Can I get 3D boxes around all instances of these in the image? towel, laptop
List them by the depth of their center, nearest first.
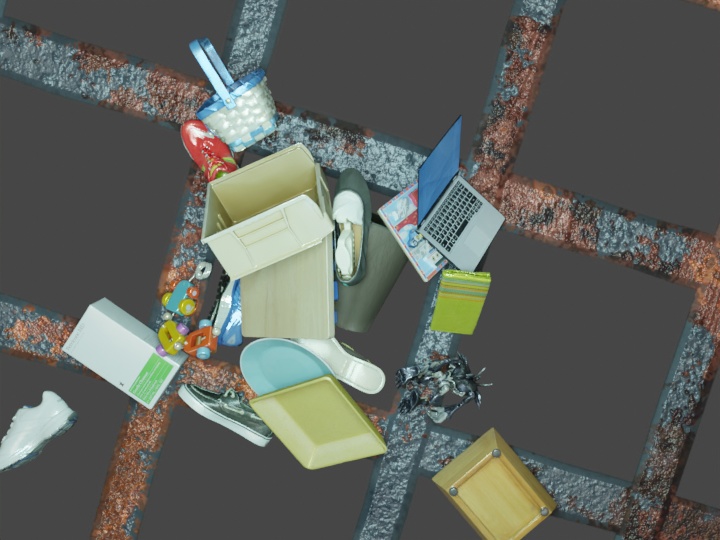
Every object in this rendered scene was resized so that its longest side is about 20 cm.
[{"bbox_3d":[0.183,-0.131,1.464,0.200,0.116,0.188,42,50,-5],"label":"laptop"},{"bbox_3d":[0.179,0.059,1.506,0.085,0.201,0.018,8,57,2],"label":"towel"}]

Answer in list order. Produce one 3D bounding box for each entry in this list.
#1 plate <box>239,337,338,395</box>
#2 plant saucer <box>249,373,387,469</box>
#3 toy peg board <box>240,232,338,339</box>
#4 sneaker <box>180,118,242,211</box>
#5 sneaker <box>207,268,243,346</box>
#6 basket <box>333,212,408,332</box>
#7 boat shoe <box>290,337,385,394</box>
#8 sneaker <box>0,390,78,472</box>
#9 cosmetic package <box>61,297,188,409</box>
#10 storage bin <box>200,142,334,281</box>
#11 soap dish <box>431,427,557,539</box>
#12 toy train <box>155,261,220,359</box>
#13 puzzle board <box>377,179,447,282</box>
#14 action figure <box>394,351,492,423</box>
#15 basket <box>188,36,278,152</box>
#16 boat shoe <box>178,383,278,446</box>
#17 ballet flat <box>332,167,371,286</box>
[{"bbox_3d":[-0.129,0.193,1.541,0.198,0.026,0.201,12,132,13],"label":"plate"},{"bbox_3d":[-0.073,0.272,1.531,0.199,0.049,0.201,-20,118,33],"label":"plant saucer"},{"bbox_3d":[-0.110,0.016,1.482,0.198,0.097,0.202,-2,90,34],"label":"toy peg board"},{"bbox_3d":[-0.261,-0.194,1.518,0.077,0.085,0.201,-34,95,2],"label":"sneaker"},{"bbox_3d":[-0.222,0.048,1.555,0.089,0.078,0.202,20,89,-25],"label":"sneaker"},{"bbox_3d":[0.000,0.000,1.516,0.179,0.136,0.202,15,102,-29],"label":"basket"},{"bbox_3d":[-0.046,0.167,1.565,0.199,0.060,0.072,30,84,-4],"label":"boat shoe"},{"bbox_3d":[-0.636,0.311,1.581,0.200,0.075,0.087,-39,83,-3],"label":"sneaker"},{"bbox_3d":[-0.438,0.154,1.551,0.199,0.085,0.108,33,97,-4],"label":"cosmetic package"},{"bbox_3d":[-0.154,-0.104,1.395,0.197,0.201,0.094,-23,122,8],"label":"storage bin"},{"bbox_3d":[0.259,0.428,1.582,0.157,0.081,0.200,-40,93,3],"label":"soap dish"},{"bbox_3d":[-0.301,0.090,1.513,0.149,0.201,0.056,-25,139,23],"label":"toy train"},{"bbox_3d":[0.128,-0.089,1.494,0.017,0.200,0.151,-30,97,46],"label":"puzzle board"},{"bbox_3d":[0.150,0.217,1.553,0.199,0.102,0.120,2,63,-38],"label":"action figure"},{"bbox_3d":[-0.234,-0.318,1.462,0.138,0.177,0.201,-26,106,6],"label":"basket"},{"bbox_3d":[-0.248,0.258,1.573,0.199,0.071,0.064,31,95,-11],"label":"boat shoe"},{"bbox_3d":[-0.017,-0.070,1.398,0.067,0.068,0.202,1,101,18],"label":"ballet flat"}]
